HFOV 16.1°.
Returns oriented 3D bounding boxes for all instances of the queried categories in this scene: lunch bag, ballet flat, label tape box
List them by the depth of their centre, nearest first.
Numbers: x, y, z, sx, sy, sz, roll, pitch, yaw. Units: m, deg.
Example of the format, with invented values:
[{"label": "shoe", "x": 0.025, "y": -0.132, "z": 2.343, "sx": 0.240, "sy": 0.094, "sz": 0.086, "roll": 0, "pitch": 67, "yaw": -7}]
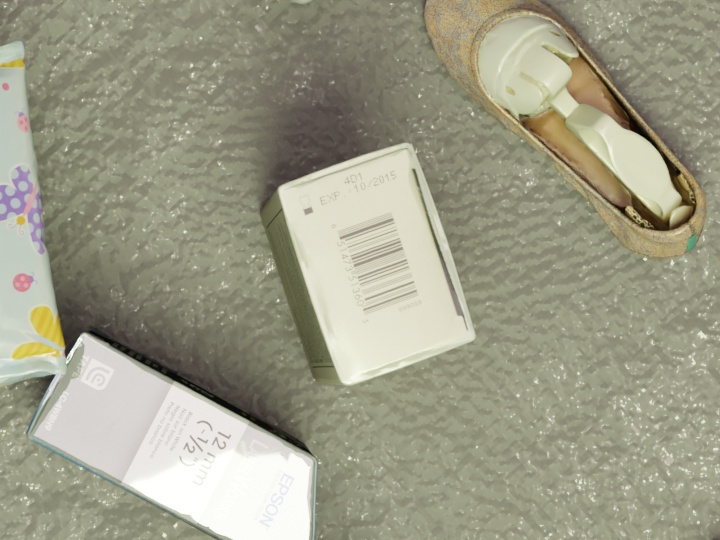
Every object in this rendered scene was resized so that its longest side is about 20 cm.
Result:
[{"label": "lunch bag", "x": -0.237, "y": -0.013, "z": 1.283, "sx": 0.126, "sy": 0.200, "sz": 0.171, "roll": -6, "pitch": 87, "yaw": -25}, {"label": "label tape box", "x": -0.068, "y": 0.103, "z": 1.319, "sx": 0.199, "sy": 0.143, "sz": 0.066, "roll": 27, "pitch": 87, "yaw": -3}, {"label": "ballet flat", "x": 0.115, "y": -0.088, "z": 1.374, "sx": 0.200, "sy": 0.067, "sz": 0.068, "roll": 43, "pitch": 86, "yaw": -2}]

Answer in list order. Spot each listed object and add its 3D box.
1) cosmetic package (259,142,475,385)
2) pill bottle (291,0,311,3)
[{"label": "cosmetic package", "x": 0.000, "y": 0.000, "z": 1.298, "sx": 0.071, "sy": 0.200, "sz": 0.106, "roll": -19, "pitch": 91, "yaw": -5}, {"label": "pill bottle", "x": -0.004, "y": -0.250, "z": 1.346, "sx": 0.113, "sy": 0.113, "sz": 0.200, "roll": 42, "pitch": 87, "yaw": -2}]
